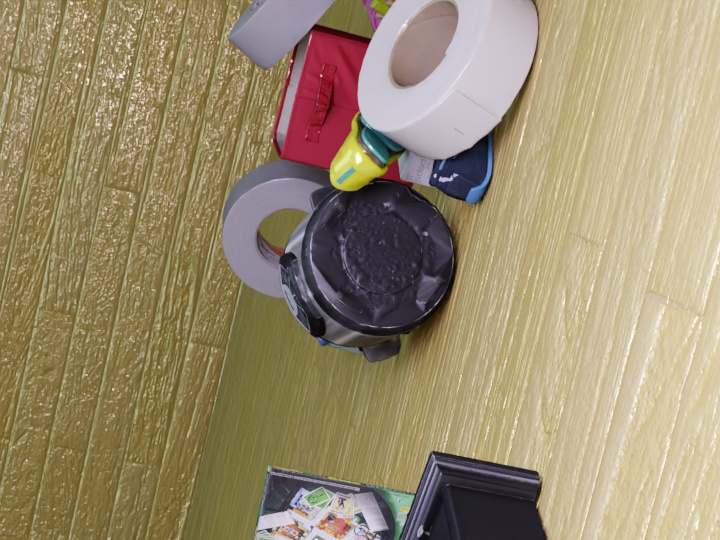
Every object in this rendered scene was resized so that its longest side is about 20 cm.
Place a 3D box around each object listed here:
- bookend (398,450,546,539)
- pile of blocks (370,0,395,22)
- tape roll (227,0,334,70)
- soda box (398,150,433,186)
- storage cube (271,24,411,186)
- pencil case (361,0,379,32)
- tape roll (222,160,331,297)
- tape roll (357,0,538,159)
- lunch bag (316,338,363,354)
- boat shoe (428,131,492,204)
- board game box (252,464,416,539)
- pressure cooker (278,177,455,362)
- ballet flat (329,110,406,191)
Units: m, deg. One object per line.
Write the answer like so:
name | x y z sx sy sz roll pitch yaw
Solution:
bookend | 0.077 0.279 1.030 0.200 0.092 0.199 -99 24 -61
pile of blocks | 0.027 -0.363 1.742 0.082 0.062 0.200 -51 31 19
tape roll | -0.085 -0.357 1.805 0.200 0.066 0.200 -46 15 16
soda box | 0.080 -0.173 1.614 0.200 0.068 0.064 -94 19 -56
storage cube | -0.009 -0.222 1.840 0.200 0.179 0.172 -119 43 -73
pencil case | 0.043 -0.386 1.989 0.200 0.093 0.091 -105 33 -69
tape roll | -0.106 -0.061 2.065 0.066 0.199 0.201 -95 21 -61
tape roll | 0.087 -0.216 1.413 0.202 0.071 0.203 -34 42 36
lunch bag | -0.014 0.007 1.880 0.200 0.082 0.161 -104 31 -66
boat shoe | 0.102 -0.159 1.475 0.200 0.068 0.084 -90 16 -50
board game box | 0.009 0.232 1.153 0.023 0.199 0.105 163 119 -77
pressure cooker | 0.003 0.000 1.544 0.176 0.178 0.200 -67 9 -13
ballet flat | 0.003 -0.126 1.466 0.067 0.067 0.200 -43 5 18
